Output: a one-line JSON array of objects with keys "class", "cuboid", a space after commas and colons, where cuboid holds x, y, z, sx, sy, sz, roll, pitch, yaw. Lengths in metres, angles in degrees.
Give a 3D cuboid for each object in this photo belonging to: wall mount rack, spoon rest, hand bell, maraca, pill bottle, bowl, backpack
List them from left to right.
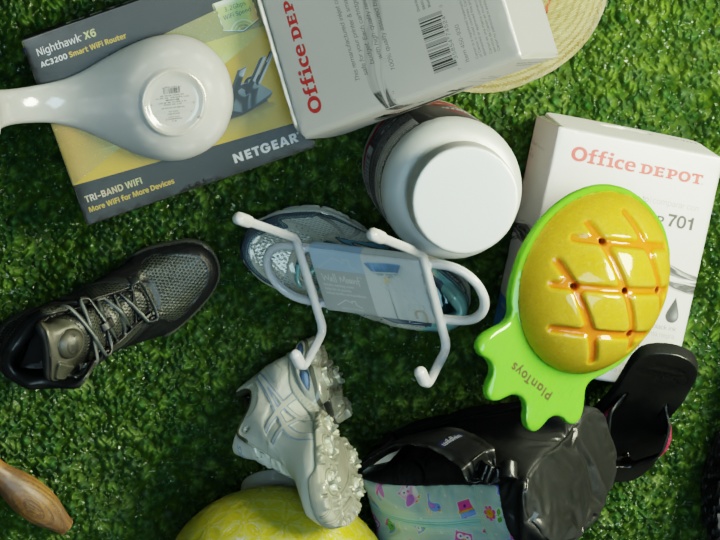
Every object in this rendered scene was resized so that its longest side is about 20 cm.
[{"class": "hand bell", "cuboid": [-0.313, 0.155, 1.673, 0.104, 0.104, 0.200, -45, 113, 4]}, {"class": "spoon rest", "cuboid": [-0.196, -0.132, 1.587, 0.199, 0.061, 0.100, -5, 102, -19]}, {"class": "bowl", "cuboid": [-0.065, 0.229, 1.679, 0.199, 0.200, 0.108, 9, 58, -7]}, {"class": "wall mount rack", "cuboid": [-0.008, 0.008, 1.561, 0.199, 0.075, 0.174, 6, 134, 27]}, {"class": "pill bottle", "cuboid": [0.066, -0.070, 1.600, 0.110, 0.200, 0.112, -1, 101, -7]}, {"class": "backpack", "cuboid": [0.093, 0.179, 1.659, 0.199, 0.167, 0.127, -9, 100, 37]}, {"class": "maraca", "cuboid": [0.167, 0.028, 1.582, 0.137, 0.107, 0.201, 37, 80, -22]}]

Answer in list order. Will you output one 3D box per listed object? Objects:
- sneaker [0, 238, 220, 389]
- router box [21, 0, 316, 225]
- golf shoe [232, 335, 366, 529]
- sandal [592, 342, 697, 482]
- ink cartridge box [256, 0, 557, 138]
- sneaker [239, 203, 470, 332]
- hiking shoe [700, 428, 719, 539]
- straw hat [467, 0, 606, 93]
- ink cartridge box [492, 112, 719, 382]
[{"class": "sneaker", "cuboid": [-0.202, 0.041, 1.639, 0.198, 0.114, 0.077, -22, 104, -3]}, {"class": "router box", "cuboid": [-0.153, -0.144, 1.638, 0.199, 0.052, 0.158, -20, 102, -2]}, {"class": "golf shoe", "cuboid": [-0.054, 0.145, 1.640, 0.097, 0.200, 0.079, -24, 123, 9]}, {"class": "sandal", "cuboid": [0.225, 0.128, 1.675, 0.075, 0.200, 0.045, 8, 56, -5]}, {"class": "ink cartridge box", "cuboid": [0.033, -0.201, 1.577, 0.199, 0.083, 0.148, -17, 88, 27]}, {"class": "sneaker", "cuboid": [0.000, 0.000, 1.664, 0.199, 0.086, 0.078, 14, 99, -8]}, {"class": "hiking shoe", "cuboid": [0.355, 0.155, 1.736, 0.100, 0.076, 0.201, 14, 98, -5]}, {"class": "straw hat", "cuboid": [0.115, -0.233, 1.632, 0.199, 0.085, 0.203, -1, 101, -5]}, {"class": "ink cartridge box", "cuboid": [0.202, -0.016, 1.684, 0.145, 0.086, 0.201, 9, 101, -8]}]
